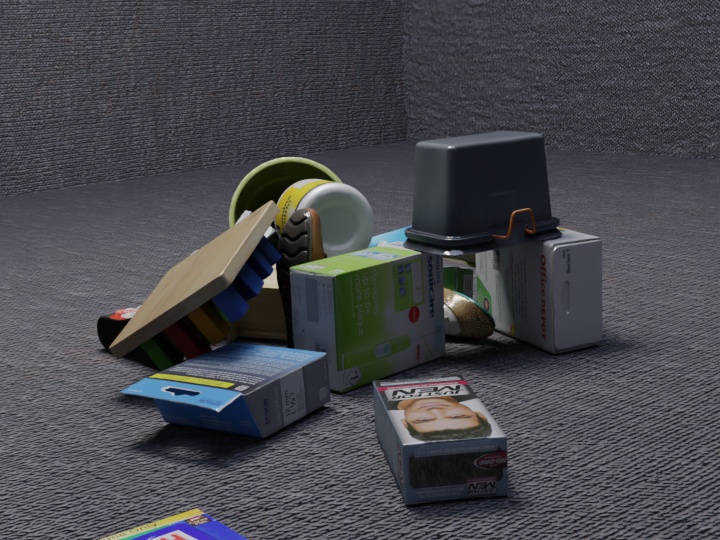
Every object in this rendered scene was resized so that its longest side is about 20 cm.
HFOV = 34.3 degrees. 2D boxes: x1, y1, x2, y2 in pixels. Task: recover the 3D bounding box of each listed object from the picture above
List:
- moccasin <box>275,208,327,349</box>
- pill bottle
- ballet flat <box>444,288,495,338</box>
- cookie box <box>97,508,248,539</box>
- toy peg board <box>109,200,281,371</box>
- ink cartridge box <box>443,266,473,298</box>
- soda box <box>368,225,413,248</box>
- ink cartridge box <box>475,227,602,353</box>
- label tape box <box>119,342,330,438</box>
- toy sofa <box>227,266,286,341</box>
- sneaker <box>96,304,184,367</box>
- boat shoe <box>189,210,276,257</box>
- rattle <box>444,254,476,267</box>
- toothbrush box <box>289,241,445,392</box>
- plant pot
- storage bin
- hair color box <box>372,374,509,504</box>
[{"bbox_3d":[-0.059,0.022,1.497,0.073,0.204,0.077,-11,-3,44],"label":"moccasin"},{"bbox_3d":[-0.058,-0.070,1.624,0.111,0.113,0.200,-6,8,-15],"label":"pill bottle"},{"bbox_3d":[0.102,0.054,1.627,0.065,0.071,0.199,-31,36,-24],"label":"ballet flat"},{"bbox_3d":[-0.131,0.242,0.776,0.170,0.076,0.199,-12,14,-35],"label":"cookie box"},{"bbox_3d":[-0.179,0.038,1.451,0.198,0.098,0.200,-31,17,28],"label":"toy peg board"},{"bbox_3d":[0.064,0.019,1.768,0.198,0.060,0.104,4,-1,20],"label":"ink cartridge box"},{"bbox_3d":[0.000,0.000,1.649,0.199,0.065,0.068,-16,24,34],"label":"soda box"},{"bbox_3d":[0.240,0.016,1.588,0.083,0.146,0.200,-8,13,-23],"label":"ink cartridge box"},{"bbox_3d":[-0.146,0.140,1.298,0.142,0.067,0.199,4,16,32],"label":"label tape box"},{"bbox_3d":[-0.093,0.046,1.622,0.198,0.083,0.098,2,33,26],"label":"toy sofa"},{"bbox_3d":[-0.268,0.081,1.598,0.107,0.068,0.200,-16,15,-39],"label":"sneaker"},{"bbox_3d":[-0.205,-0.017,1.684,0.065,0.075,0.202,41,53,9],"label":"boat shoe"},{"bbox_3d":[0.096,-0.076,1.748,0.199,0.144,0.130,10,17,37],"label":"rattle"},{"bbox_3d":[0.013,0.054,1.466,0.086,0.147,0.199,9,16,42],"label":"toothbrush box"},{"bbox_3d":[-0.111,-0.060,1.930,0.198,0.202,0.190,-3,-15,-2],"label":"plant pot"},{"bbox_3d":[0.160,-0.103,1.492,0.198,0.136,0.145,-11,15,-31],"label":"storage bin"},{"bbox_3d":[0.074,0.161,1.149,0.098,0.061,0.200,-4,13,-7],"label":"hair color box"}]
